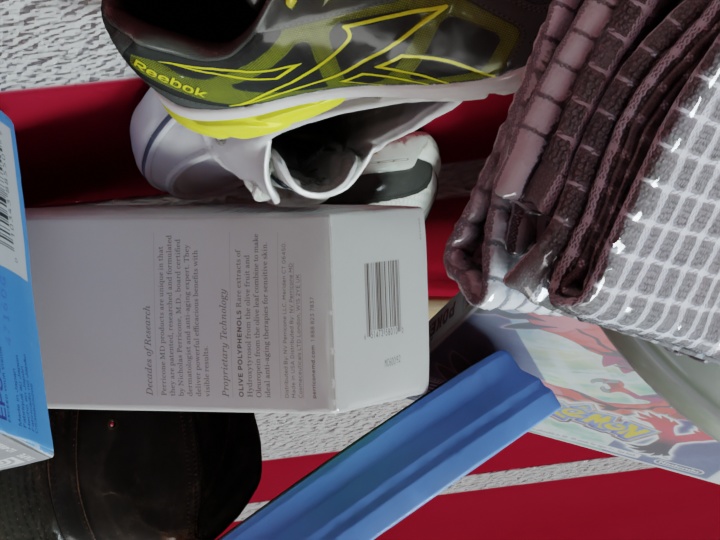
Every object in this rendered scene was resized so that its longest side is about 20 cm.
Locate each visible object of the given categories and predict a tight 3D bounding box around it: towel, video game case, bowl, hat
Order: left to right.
[{"bbox_3d":[-0.094,0.090,1.318,0.081,0.202,0.200,-5,168,25],"label":"hat"},{"bbox_3d":[-0.003,0.103,1.252,0.200,0.039,0.201,-35,175,-3],"label":"bowl"},{"bbox_3d":[0.131,0.049,1.305,0.199,0.023,0.182,16,157,-12],"label":"video game case"},{"bbox_3d":[0.128,-0.063,0.937,0.085,0.201,0.165,29,-170,32],"label":"towel"}]

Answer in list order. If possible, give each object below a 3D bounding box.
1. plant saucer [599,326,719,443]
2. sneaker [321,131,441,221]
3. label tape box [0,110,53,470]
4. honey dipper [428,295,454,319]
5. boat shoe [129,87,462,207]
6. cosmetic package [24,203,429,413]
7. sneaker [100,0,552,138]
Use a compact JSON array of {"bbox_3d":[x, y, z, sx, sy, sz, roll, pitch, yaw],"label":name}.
[{"bbox_3d":[0.169,-0.009,1.100,0.199,0.201,0.050,2,141,-36],"label":"plant saucer"},{"bbox_3d":[0.000,0.000,1.279,0.075,0.088,0.200,-5,163,-7],"label":"sneaker"},{"bbox_3d":[-0.230,0.021,1.109,0.199,0.144,0.066,-13,165,12],"label":"label tape box"},{"bbox_3d":[0.048,0.019,1.483,0.200,0.038,0.038,1,162,-45],"label":"honey dipper"},{"bbox_3d":[-0.028,-0.057,1.095,0.073,0.066,0.200,0,162,-31],"label":"boat shoe"},{"bbox_3d":[-0.082,0.014,1.176,0.199,0.085,0.108,-1,-178,24],"label":"cosmetic package"},{"bbox_3d":[0.001,-0.095,0.961,0.199,0.075,0.085,-18,159,23],"label":"sneaker"}]
